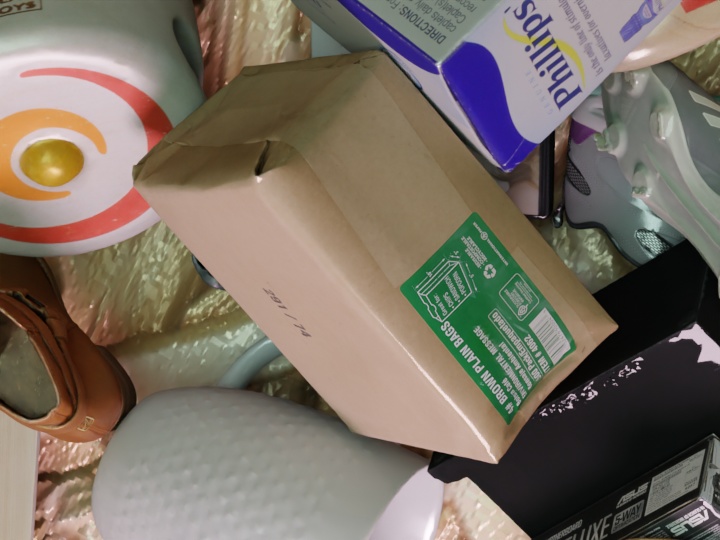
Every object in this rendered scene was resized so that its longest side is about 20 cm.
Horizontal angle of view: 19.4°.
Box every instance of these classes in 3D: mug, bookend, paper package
[{"bbox_3d":[-0.049,0.124,1.246,0.175,0.148,0.200,23,70,19],"label":"mug"},{"bbox_3d":[0.183,0.108,1.197,0.200,0.092,0.199,44,127,-17],"label":"bookend"},{"bbox_3d":[0.003,-0.009,1.103,0.103,0.191,0.200,-46,109,-16],"label":"paper package"}]

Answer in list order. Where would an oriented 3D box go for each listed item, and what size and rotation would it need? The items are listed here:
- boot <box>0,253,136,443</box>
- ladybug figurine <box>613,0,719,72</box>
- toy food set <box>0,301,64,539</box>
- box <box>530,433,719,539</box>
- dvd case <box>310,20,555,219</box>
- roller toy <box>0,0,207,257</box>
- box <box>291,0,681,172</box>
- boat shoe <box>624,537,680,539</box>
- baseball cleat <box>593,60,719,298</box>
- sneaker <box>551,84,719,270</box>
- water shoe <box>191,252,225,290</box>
[{"bbox_3d":[-0.217,0.022,1.214,0.200,0.155,0.074,38,92,10],"label":"boot"},{"bbox_3d":[0.178,-0.182,1.141,0.200,0.136,0.072,-38,122,-22],"label":"ladybug figurine"},{"bbox_3d":[-0.261,0.114,1.330,0.143,0.060,0.200,3,88,12],"label":"toy food set"},{"bbox_3d":[0.175,0.195,1.176,0.158,0.050,0.200,40,130,-16],"label":"box"},{"bbox_3d":[0.041,-0.130,1.201,0.143,0.018,0.200,4,108,15],"label":"dvd case"},{"bbox_3d":[-0.181,-0.103,1.201,0.200,0.140,0.182,23,127,-33],"label":"roller toy"},{"bbox_3d":[0.068,-0.186,1.064,0.200,0.105,0.184,-44,54,-5],"label":"box"},{"bbox_3d":[0.208,0.207,1.093,0.200,0.069,0.074,27,132,-5],"label":"boat shoe"},{"bbox_3d":[0.205,-0.046,1.127,0.200,0.106,0.070,62,148,32],"label":"baseball cleat"},{"bbox_3d":[0.206,-0.029,1.200,0.200,0.078,0.140,17,101,20],"label":"sneaker"},{"bbox_3d":[0.000,0.000,1.242,0.200,0.079,0.072,0,96,12],"label":"water shoe"}]
